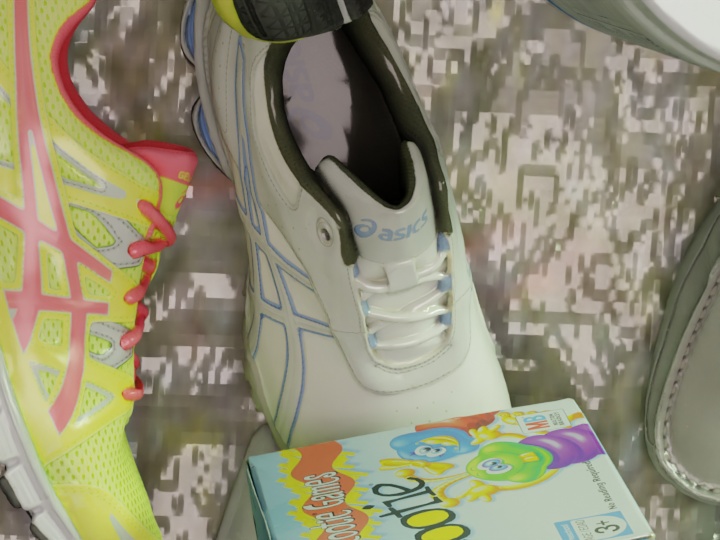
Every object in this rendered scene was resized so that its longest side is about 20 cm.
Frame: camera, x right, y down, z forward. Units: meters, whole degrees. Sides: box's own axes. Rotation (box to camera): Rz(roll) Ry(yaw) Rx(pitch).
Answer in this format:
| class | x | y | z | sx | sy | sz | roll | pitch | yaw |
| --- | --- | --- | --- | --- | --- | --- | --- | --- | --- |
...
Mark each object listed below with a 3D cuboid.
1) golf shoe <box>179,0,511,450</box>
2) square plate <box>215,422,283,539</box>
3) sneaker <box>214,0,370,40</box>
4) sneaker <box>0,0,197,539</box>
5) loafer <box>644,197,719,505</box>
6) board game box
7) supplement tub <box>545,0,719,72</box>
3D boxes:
| class | x | y | z | sx | sy | sz | roll | pitch | yaw |
| --- | --- | --- | --- | --- | --- | --- | --- | --- | --- |
| golf shoe | 0.000 | 0.000 | 0.882 | 0.078 | 0.097 | 0.201 | -23 | 98 | -11 |
| square plate | 0.028 | 0.173 | 0.948 | 0.199 | 0.028 | 0.199 | 19 | 95 | -8 |
| sneaker | -0.045 | -0.134 | 0.832 | 0.090 | 0.201 | 0.078 | -12 | 136 | 6 |
| sneaker | -0.086 | -0.003 | 0.887 | 0.090 | 0.078 | 0.201 | -18 | 99 | -6 |
| loafer | 0.144 | -0.011 | 0.901 | 0.070 | 0.070 | 0.201 | 25 | 109 | 0 |
| board game box | 0.036 | 0.155 | 0.861 | 0.103 | 0.105 | 0.201 | -10 | 111 | -5 |
| supplement tub | 0.106 | -0.123 | 0.830 | 0.131 | 0.200 | 0.133 | -1 | 97 | -6 |
